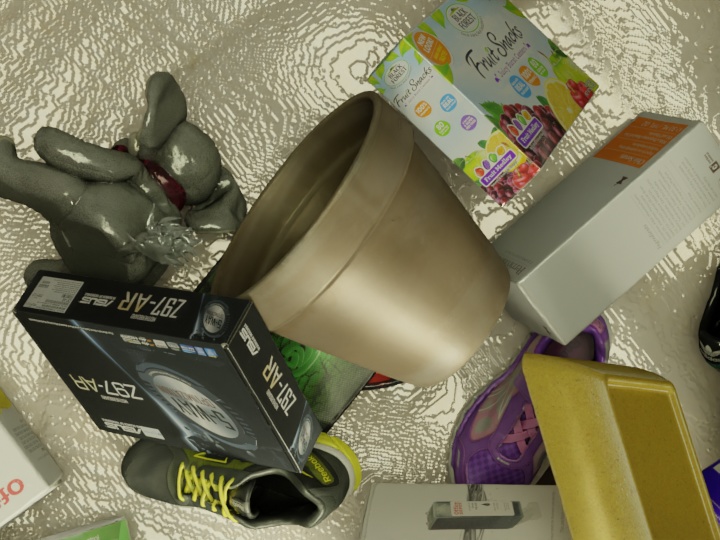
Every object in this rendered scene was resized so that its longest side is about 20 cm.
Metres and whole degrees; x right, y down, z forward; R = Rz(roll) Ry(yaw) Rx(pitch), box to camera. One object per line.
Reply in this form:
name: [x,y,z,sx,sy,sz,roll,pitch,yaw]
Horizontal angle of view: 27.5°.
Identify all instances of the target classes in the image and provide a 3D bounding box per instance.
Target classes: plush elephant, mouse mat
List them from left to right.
plush elephant: [-0.179,-0.067,1.172,0.200,0.155,0.165,5,131,32]
mouse mat: [-0.068,0.057,1.211,0.161,0.008,0.200,39,96,-1]

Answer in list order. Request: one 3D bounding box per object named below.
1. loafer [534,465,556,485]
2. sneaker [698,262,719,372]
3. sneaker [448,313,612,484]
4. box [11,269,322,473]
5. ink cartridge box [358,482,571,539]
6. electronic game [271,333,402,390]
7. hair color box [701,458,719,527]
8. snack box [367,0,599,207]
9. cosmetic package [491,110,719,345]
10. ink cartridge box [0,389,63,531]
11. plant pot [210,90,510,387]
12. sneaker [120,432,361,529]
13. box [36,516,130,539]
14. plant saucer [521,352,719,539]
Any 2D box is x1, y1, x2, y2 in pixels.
loafer: [0.229,0.214,1.219,0.200,0.073,0.071,34,48,-14]
sneaker: [0.345,-0.006,1.220,0.071,0.080,0.200,28,87,31]
sneaker: [0.142,0.110,1.212,0.080,0.088,0.200,33,88,-4]
box: [-0.145,0.076,1.123,0.200,0.160,0.044,8,53,28]
ink cartridge box: [0.104,0.247,1.162,0.199,0.085,0.146,0,120,10]
electronic game: [0.000,0.000,1.229,0.199,0.042,0.201,0,89,-4]
hair color box: [0.362,0.224,1.201,0.109,0.065,0.200,-33,112,-4]
snack box: [0.102,-0.148,1.166,0.142,0.200,0.053,42,122,-1]
cosmetic package: [0.199,-0.038,1.200,0.200,0.101,0.071,-41,110,-7]
ink cartridge box: [-0.356,0.136,1.183,0.145,0.083,0.200,-38,91,-3]
plant pot: [0.014,-0.007,1.122,0.173,0.200,0.200,36,87,-17]
sneaker: [-0.103,0.162,1.176,0.199,0.085,0.075,-1,107,14]
box: [-0.234,0.312,1.176,0.144,0.036,0.201,-11,90,-38]
plant saucer: [0.209,0.154,1.105,0.048,0.200,0.200,-25,71,29]
